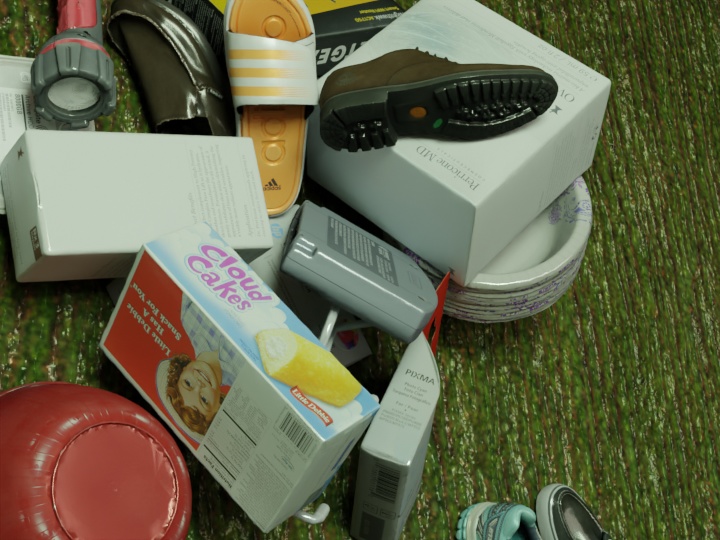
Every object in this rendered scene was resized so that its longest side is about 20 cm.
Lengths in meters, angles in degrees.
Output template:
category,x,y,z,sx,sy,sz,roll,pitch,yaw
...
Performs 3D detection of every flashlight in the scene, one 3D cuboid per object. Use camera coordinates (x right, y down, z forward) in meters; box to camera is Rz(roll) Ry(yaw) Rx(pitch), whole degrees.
category,x,y,z,sx,sy,sz,roll,pitch,yaw
flashlight,-0.238,-0.209,0.946,0.068,0.068,0.201,11,49,-30

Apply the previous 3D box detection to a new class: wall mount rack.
category,x,y,z,sx,sy,sz,roll,pitch,yaw
wall mount rack,-0.021,0.110,0.957,0.074,0.201,0.174,23,26,0

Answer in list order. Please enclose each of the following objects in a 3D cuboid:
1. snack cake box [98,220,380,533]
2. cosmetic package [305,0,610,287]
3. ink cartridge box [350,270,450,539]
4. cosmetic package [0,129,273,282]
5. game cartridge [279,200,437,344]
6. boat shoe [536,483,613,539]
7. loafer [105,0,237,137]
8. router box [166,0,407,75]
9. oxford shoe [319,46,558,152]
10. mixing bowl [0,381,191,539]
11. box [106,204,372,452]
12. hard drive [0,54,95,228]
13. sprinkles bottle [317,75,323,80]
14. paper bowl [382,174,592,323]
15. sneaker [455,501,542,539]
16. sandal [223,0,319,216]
category,x,y,z,sx,sy,sz,roll,pitch,yaw
snack cake box,-0.093,0.076,0.846,0.200,0.115,0.067,45,40,17
cosmetic package,0.085,-0.130,1.060,0.199,0.123,0.200,36,62,23
ink cartridge box,0.052,0.125,1.014,0.047,0.160,0.200,21,53,13
cosmetic package,-0.175,-0.051,0.914,0.199,0.074,0.102,-2,73,-36
game cartridge,0.000,0.000,0.956,0.133,0.200,0.041,26,101,-6
boat shoe,0.246,0.301,1.157,0.069,0.057,0.201,-30,92,-41
loafer,-0.157,-0.155,1.016,0.200,0.073,0.071,50,50,-10
router box,-0.067,-0.246,1.092,0.199,0.051,0.149,-19,54,-40
oxford shoe,0.064,-0.156,0.960,0.199,0.073,0.085,-3,52,-1
mixing bowl,-0.198,0.168,0.834,0.199,0.108,0.201,14,65,-32
box,-0.100,0.044,1.003,0.200,0.041,0.157,-26,88,-40
hard drive,-0.305,-0.104,0.906,0.199,0.038,0.141,1,72,-38
sprinkles bottle,-0.004,-0.189,1.152,0.200,0.068,0.068,-33,94,-41
paper bowl,0.120,-0.037,1.130,0.199,0.105,0.201,1,53,-1
sneaker,0.155,0.310,1.064,0.077,0.086,0.201,-18,84,-40
sandal,-0.069,-0.138,0.975,0.079,0.059,0.208,-7,113,-14
